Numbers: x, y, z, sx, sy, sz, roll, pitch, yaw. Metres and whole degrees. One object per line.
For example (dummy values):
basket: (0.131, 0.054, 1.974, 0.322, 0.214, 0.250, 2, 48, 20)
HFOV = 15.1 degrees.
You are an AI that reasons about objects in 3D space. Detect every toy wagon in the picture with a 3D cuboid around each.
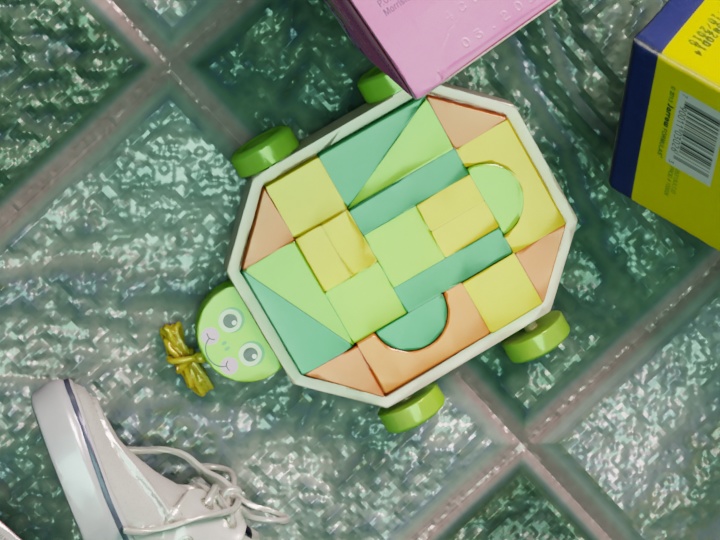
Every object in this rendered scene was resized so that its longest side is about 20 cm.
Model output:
toy wagon: (0.000, 0.000, 1.273, 0.200, 0.040, 0.155, -30, 102, -1)

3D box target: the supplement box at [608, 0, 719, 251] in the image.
supplement box: (0.224, -0.054, 1.197, 0.200, 0.110, 0.109, 32, 60, 19)

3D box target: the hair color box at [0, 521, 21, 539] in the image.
hair color box: (-0.203, 0.214, 1.237, 0.111, 0.064, 0.200, 41, 77, 1)

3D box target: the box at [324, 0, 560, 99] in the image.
box: (0.056, -0.171, 1.167, 0.176, 0.200, 0.097, -35, 102, 1)

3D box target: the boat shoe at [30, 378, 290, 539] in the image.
boat shoe: (-0.076, 0.126, 1.269, 0.086, 0.075, 0.202, -28, 104, -1)
